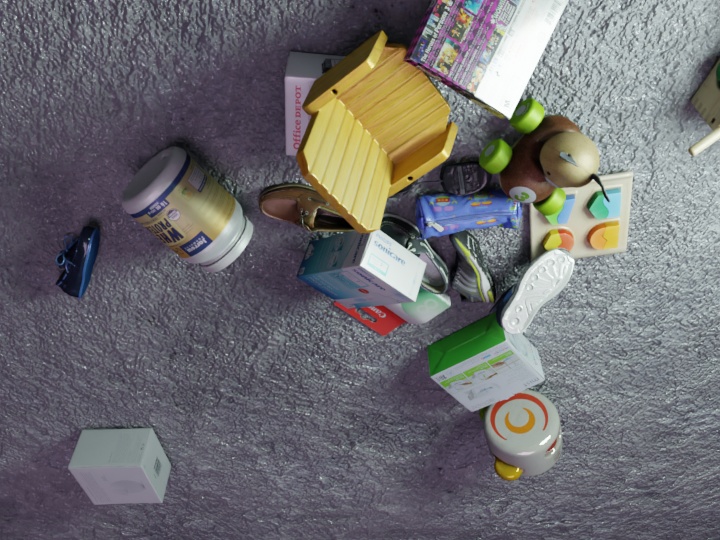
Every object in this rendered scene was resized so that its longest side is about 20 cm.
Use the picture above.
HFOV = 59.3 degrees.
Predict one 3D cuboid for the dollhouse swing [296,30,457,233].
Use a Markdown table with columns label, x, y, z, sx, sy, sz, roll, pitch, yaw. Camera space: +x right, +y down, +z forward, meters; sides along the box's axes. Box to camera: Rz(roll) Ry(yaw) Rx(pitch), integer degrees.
| label | x | y | z | sx | sy | sz | roll | pitch | yaw |
| --- | --- | --- | --- | --- | --- | --- | --- | --- | --- |
| dollhouse swing | 0.030 | -0.188 | 0.907 | 0.181 | 0.176 | 0.200 | -31 | 124 | 24 |

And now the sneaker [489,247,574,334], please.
| label | x | y | z | sx | sy | sz | roll | pitch | yaw |
| --- | --- | --- | --- | --- | --- | --- | --- | --- | --- |
| sneaker | 0.342 | 0.032 | 1.270 | 0.080 | 0.146 | 0.201 | 34 | 102 | 2 |

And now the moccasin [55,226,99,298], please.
| label | x | y | z | sx | sy | sz | roll | pitch | yaw |
| --- | --- | --- | --- | --- | --- | --- | --- | --- | --- |
| moccasin | -0.571 | -0.014 | 1.255 | 0.068 | 0.081 | 0.200 | 23 | 128 | -14 |

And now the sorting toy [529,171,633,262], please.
| label | x | y | z | sx | sy | sz | roll | pitch | yaw |
| --- | --- | --- | --- | --- | --- | --- | --- | --- | --- |
| sorting toy | 0.415 | -0.090 | 1.196 | 0.184 | 0.037 | 0.201 | -8 | 132 | 8 |

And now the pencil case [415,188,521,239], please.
| label | x | y | z | sx | sy | sz | roll | pitch | yaw |
| --- | --- | --- | --- | --- | --- | --- | --- | --- | --- |
| pencil case | 0.195 | -0.105 | 1.154 | 0.199 | 0.087 | 0.078 | -6 | 116 | 5 |

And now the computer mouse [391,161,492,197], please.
| label | x | y | z | sx | sy | sz | roll | pitch | yaw |
| --- | --- | --- | --- | --- | --- | --- | --- | --- | --- |
| computer mouse | 0.137 | -0.161 | 1.141 | 0.199 | 0.034 | 0.059 | -4 | 105 | 14 |

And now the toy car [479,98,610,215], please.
| label | x | y | z | sx | sy | sz | roll | pitch | yaw |
| --- | --- | --- | --- | --- | --- | --- | --- | --- | --- |
| toy car | 0.315 | -0.161 | 1.004 | 0.164 | 0.200 | 0.158 | 32 | 103 | -22 |

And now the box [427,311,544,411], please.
| label | x | y | z | sx | sy | sz | roll | pitch | yaw |
| --- | --- | --- | --- | --- | --- | --- | --- | --- | --- |
| box | 0.284 | 0.213 | 1.436 | 0.200 | 0.097 | 0.176 | -32 | 125 | 26 |

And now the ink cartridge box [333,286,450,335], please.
| label | x | y | z | sx | sy | sz | roll | pitch | yaw |
| --- | --- | --- | --- | --- | --- | --- | --- | --- | --- |
| ink cartridge box | 0.065 | 0.071 | 1.344 | 0.161 | 0.050 | 0.200 | 35 | 122 | -27 |

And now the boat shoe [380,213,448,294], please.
| label | x | y | z | sx | sy | sz | roll | pitch | yaw |
| --- | --- | --- | --- | --- | --- | --- | --- | --- | --- |
| boat shoe | 0.104 | -0.030 | 1.229 | 0.200 | 0.060 | 0.076 | 38 | 117 | -21 |

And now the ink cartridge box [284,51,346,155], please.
| label | x | y | z | sx | sy | sz | roll | pitch | yaw |
| --- | --- | --- | --- | --- | --- | --- | --- | --- | --- |
| ink cartridge box | -0.020 | -0.258 | 1.017 | 0.199 | 0.086 | 0.148 | 2 | 133 | -3 |

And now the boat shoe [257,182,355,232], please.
| label | x | y | z | sx | sy | sz | roll | pitch | yaw |
| --- | --- | --- | --- | --- | --- | --- | --- | --- | --- |
| boat shoe | -0.092 | -0.111 | 1.164 | 0.199 | 0.068 | 0.072 | 3 | 133 | -2 |

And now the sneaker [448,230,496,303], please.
| label | x | y | z | sx | sy | sz | roll | pitch | yaw |
| --- | --- | --- | --- | --- | --- | --- | --- | --- | --- |
| sneaker | 0.210 | 0.002 | 1.263 | 0.081 | 0.074 | 0.200 | -16 | 129 | 19 |

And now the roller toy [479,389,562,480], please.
| label | x | y | z | sx | sy | sz | roll | pitch | yaw |
| --- | --- | --- | --- | --- | --- | --- | --- | --- | --- |
| roller toy | 0.398 | 0.400 | 1.544 | 0.181 | 0.201 | 0.140 | -16 | 132 | 7 |

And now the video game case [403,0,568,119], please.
| label | x | y | z | sx | sy | sz | roll | pitch | yaw |
| --- | --- | --- | --- | --- | --- | --- | --- | --- | --- |
| video game case | 0.182 | -0.347 | 0.898 | 0.181 | 0.036 | 0.201 | 24 | 95 | -20 |

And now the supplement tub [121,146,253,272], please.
| label | x | y | z | sx | sy | sz | roll | pitch | yaw |
| --- | --- | --- | --- | --- | --- | --- | --- | --- | --- |
| supplement tub | -0.302 | -0.104 | 1.123 | 0.144 | 0.145 | 0.200 | -28 | 126 | 24 |

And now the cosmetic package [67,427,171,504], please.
| label | x | y | z | sx | sy | sz | roll | pitch | yaw |
| --- | --- | --- | --- | --- | --- | --- | --- | --- | --- |
| cosmetic package | -0.652 | 0.537 | 1.731 | 0.199 | 0.123 | 0.200 | -3 | 133 | 2 |

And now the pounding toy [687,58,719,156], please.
| label | x | y | z | sx | sy | sz | roll | pitch | yaw |
| --- | --- | --- | --- | --- | --- | --- | --- | --- | --- |
| pounding toy | 0.613 | -0.265 | 0.961 | 0.199 | 0.143 | 0.185 | 12 | 131 | -10 |

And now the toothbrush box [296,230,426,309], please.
| label | x | y | z | sx | sy | sz | roll | pitch | yaw |
| --- | --- | --- | --- | --- | --- | --- | --- | --- | --- |
| toothbrush box | 0.000 | 0.000 | 1.191 | 0.146 | 0.086 | 0.199 | 34 | 153 | -33 |
